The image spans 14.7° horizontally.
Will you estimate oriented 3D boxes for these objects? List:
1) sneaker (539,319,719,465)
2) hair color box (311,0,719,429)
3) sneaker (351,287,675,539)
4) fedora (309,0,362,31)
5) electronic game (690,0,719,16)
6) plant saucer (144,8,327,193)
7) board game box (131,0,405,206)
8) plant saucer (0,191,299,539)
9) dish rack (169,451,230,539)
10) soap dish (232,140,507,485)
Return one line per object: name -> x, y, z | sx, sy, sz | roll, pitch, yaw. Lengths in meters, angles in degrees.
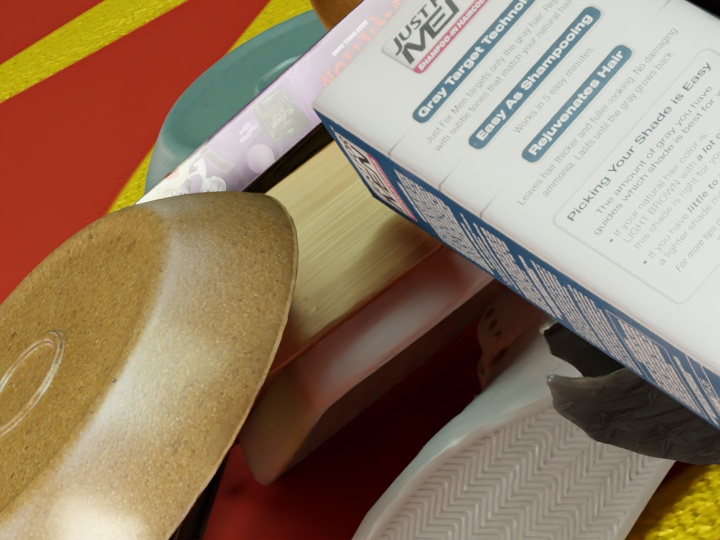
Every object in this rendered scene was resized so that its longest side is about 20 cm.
sneaker -> 0.168, 0.023, 0.921 | 0.199, 0.104, 0.060 | -22, 40, 17
hair color box -> 0.088, -0.032, 0.897 | 0.100, 0.061, 0.200 | -47, 51, -9
sneaker -> 0.060, 0.062, 1.024 | 0.200, 0.074, 0.115 | -40, 13, -15
fedora -> 0.052, -0.079, 1.173 | 0.200, 0.200, 0.082 | -1, 60, 44
electronic game -> 0.150, -0.056, 1.025 | 0.042, 0.199, 0.200 | -57, 7, 35
plant saucer -> -0.028, -0.086, 1.409 | 0.199, 0.036, 0.200 | -23, 26, 12
board game box -> -0.019, -0.056, 1.062 | 0.200, 0.032, 0.120 | -41, -2, 17
plant saucer -> -0.100, 0.047, 0.930 | 0.200, 0.035, 0.201 | -41, 25, 24
dish rack -> -0.128, 0.126, 0.999 | 0.200, 0.054, 0.154 | -39, 25, 45
soap dish -> 0.000, 0.000, 1.071 | 0.157, 0.081, 0.200 | -38, -4, -14
